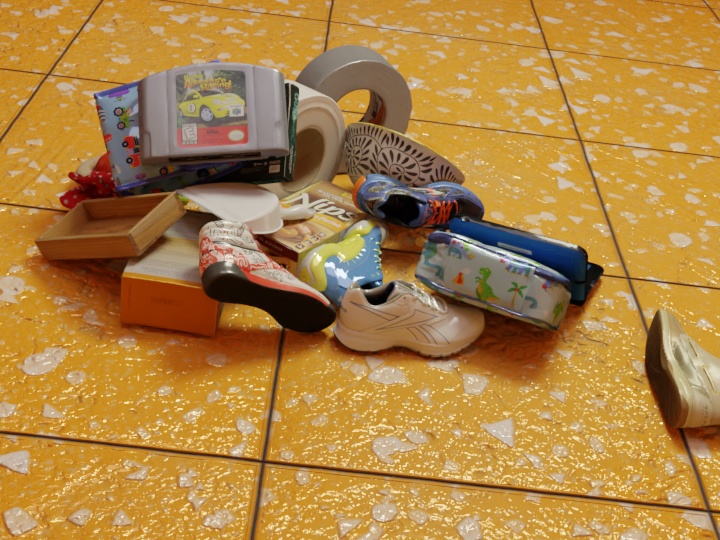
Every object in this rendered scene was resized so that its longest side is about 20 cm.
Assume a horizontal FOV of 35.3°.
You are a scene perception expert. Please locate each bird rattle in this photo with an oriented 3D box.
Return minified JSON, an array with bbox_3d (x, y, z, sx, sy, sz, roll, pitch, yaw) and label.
[{"bbox_3d":[-0.358,-0.133,1.687,0.199,0.113,0.163,-25,31,-24],"label":"bird rattle"}]

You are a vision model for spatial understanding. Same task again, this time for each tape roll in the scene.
[{"bbox_3d":[-0.111,-0.177,1.676,0.071,0.204,0.202,29,36,30],"label":"tape roll"},{"bbox_3d":[-0.017,-0.261,1.842,0.199,0.202,0.066,-7,35,-24],"label":"tape roll"}]

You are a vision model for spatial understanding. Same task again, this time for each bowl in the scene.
[{"bbox_3d":[0.051,-0.137,1.722,0.199,0.095,0.201,24,-7,3],"label":"bowl"}]

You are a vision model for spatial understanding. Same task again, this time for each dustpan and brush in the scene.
[{"bbox_3d":[-0.136,-0.082,1.536,0.199,0.058,0.139,-18,34,-39],"label":"dustpan and brush"}]

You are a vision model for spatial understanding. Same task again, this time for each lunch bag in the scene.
[{"bbox_3d":[-0.247,-0.192,1.560,0.198,0.094,0.152,-19,73,3],"label":"lunch bag"},{"bbox_3d":[0.177,0.014,1.496,0.199,0.083,0.161,20,-2,18],"label":"lunch bag"}]

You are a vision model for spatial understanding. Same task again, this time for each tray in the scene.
[{"bbox_3d":[-0.330,-0.056,1.486,0.199,0.037,0.099,0,36,40],"label":"tray"}]

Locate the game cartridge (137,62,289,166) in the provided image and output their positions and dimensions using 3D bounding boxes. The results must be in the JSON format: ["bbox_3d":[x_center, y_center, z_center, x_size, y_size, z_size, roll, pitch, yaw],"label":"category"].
[{"bbox_3d":[-0.198,-0.211,1.512,0.198,0.041,0.134,-5,71,-3],"label":"game cartridge"}]

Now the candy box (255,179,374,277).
[{"bbox_3d":[-0.072,-0.060,1.634,0.115,0.056,0.200,27,36,26],"label":"candy box"}]

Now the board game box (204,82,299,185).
[{"bbox_3d":[-0.179,-0.184,1.584,0.199,0.137,0.028,-2,-13,28],"label":"board game box"}]

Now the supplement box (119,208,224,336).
[{"bbox_3d":[-0.232,-0.003,1.480,0.125,0.074,0.200,9,30,-1],"label":"supplement box"}]

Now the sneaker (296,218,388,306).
[{"bbox_3d":[0.000,0.000,1.554,0.105,0.076,0.200,40,39,15],"label":"sneaker"}]

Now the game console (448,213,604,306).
[{"bbox_3d":[0.240,-0.037,1.608,0.199,0.171,0.119,16,57,20],"label":"game console"}]

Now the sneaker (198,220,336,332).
[{"bbox_3d":[-0.116,0.003,1.419,0.200,0.067,0.108,22,38,-37],"label":"sneaker"}]

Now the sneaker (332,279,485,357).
[{"bbox_3d":[0.067,0.057,1.439,0.198,0.088,0.075,0,29,-15],"label":"sneaker"}]

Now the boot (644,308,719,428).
[{"bbox_3d":[0.449,0.128,1.424,0.154,0.073,0.201,6,32,-3],"label":"boot"}]

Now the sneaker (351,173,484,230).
[{"bbox_3d":[0.088,-0.086,1.625,0.198,0.076,0.079,3,24,-18],"label":"sneaker"}]
